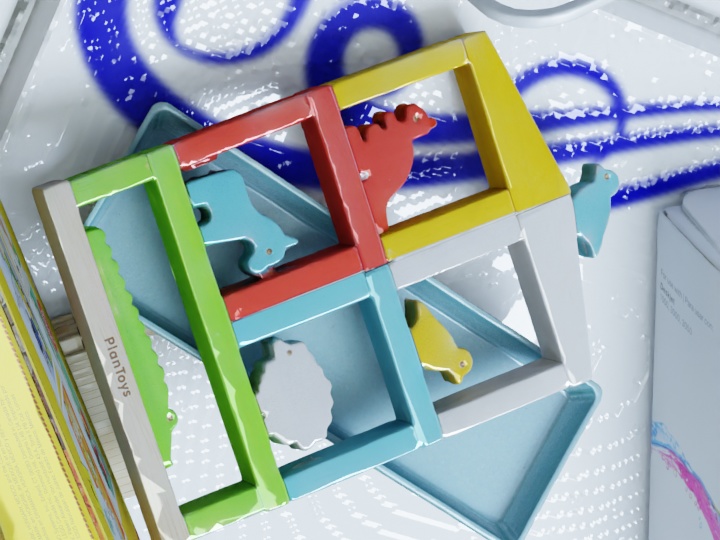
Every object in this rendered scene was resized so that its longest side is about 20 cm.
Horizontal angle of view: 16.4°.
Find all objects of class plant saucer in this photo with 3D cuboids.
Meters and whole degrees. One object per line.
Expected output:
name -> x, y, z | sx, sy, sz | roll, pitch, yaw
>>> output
plant saucer -> -0.009, 0.022, 0.888 | 0.199, 0.019, 0.070 | 33, 82, -19

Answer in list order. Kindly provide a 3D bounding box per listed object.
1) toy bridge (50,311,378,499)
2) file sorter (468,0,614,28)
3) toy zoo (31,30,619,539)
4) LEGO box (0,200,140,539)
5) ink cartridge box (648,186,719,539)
toy bridge -> -0.096, 0.049, 0.896 | 0.199, 0.027, 0.068 | -17, 116, -9
file sorter -> 0.059, -0.196, 0.728 | 0.138, 0.125, 0.201 | -27, 138, -19
toy zoo -> 0.000, 0.000, 0.870 | 0.199, 0.020, 0.132 | -22, 99, -17
LEGO box -> -0.129, 0.052, 0.794 | 0.077, 0.149, 0.201 | -21, 107, -3
ink cartridge box -> 0.192, 0.068, 0.963 | 0.144, 0.085, 0.201 | -9, 116, -13
